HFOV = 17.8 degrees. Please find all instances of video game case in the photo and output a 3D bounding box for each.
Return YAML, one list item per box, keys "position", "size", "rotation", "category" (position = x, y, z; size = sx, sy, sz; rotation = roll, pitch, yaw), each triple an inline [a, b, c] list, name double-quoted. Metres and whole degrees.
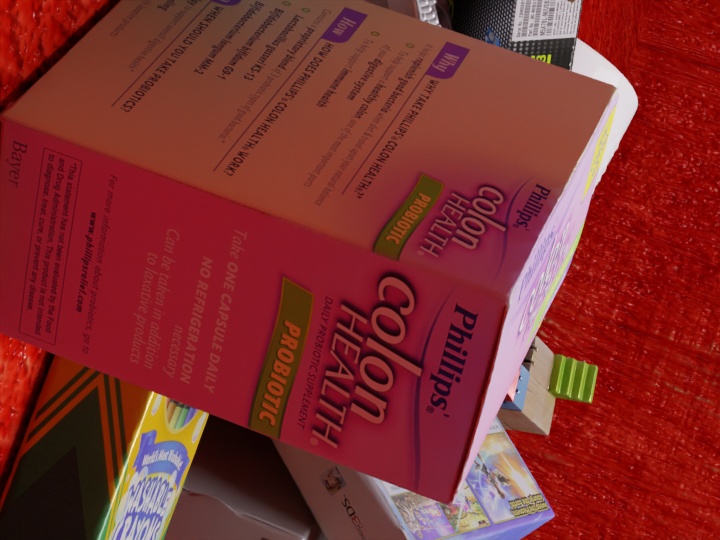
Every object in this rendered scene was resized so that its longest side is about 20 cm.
- position: [0.010, 0.076, 1.245]
  size: [0.045, 0.182, 0.200]
  rotation: [-37, 165, 21]
  category: "video game case"

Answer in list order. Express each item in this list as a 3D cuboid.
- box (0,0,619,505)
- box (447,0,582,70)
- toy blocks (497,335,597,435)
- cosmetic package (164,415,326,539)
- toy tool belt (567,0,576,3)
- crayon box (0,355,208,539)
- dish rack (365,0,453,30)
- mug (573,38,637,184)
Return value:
- position: [-0.021, -0.026, 0.899]
  size: [0.176, 0.198, 0.097]
  rotation: [-57, 164, -55]
  category: "box"
- position: [0.066, -0.132, 1.295]
  size: [0.194, 0.047, 0.201]
  rotation: [-120, -150, -53]
  category: "box"
- position: [0.041, 0.057, 1.487]
  size: [0.137, 0.198, 0.101]
  rotation: [42, 58, -67]
  category: "toy blocks"
- position: [-0.060, 0.126, 1.250]
  size: [0.200, 0.106, 0.091]
  rotation: [-44, 153, -66]
  category: "cosmetic package"
- position: [0.038, -0.201, 0.953]
  size: [0.125, 0.123, 0.201]
  rotation: [-44, 145, -16]
  category: "toy tool belt"
- position: [-0.107, 0.067, 1.036]
  size: [0.126, 0.051, 0.202]
  rotation: [38, 71, -80]
  category: "crayon box"
- position: [0.015, -0.148, 1.164]
  size: [0.200, 0.043, 0.173]
  rotation: [40, 39, -80]
  category: "dish rack"
- position: [0.074, -0.070, 1.575]
  size: [0.176, 0.147, 0.200]
  rotation: [-61, -161, -11]
  category: "mug"
